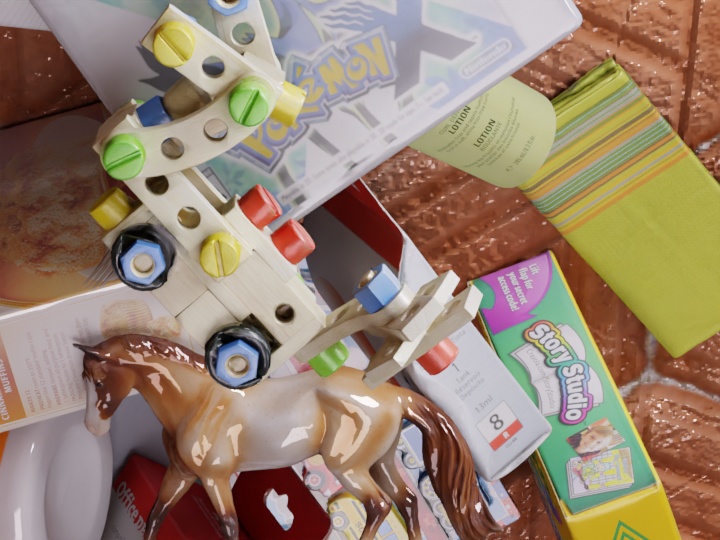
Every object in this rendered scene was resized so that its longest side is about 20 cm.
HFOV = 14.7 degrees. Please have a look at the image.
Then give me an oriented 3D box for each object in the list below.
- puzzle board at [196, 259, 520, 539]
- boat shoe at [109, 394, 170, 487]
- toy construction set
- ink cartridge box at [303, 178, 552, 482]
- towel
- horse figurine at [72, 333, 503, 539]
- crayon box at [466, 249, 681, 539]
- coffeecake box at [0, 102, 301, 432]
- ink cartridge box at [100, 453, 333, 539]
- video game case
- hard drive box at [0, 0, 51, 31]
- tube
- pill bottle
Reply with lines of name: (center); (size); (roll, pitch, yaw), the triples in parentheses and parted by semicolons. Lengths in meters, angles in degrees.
puzzle board: (-0.027, 0.090, 1.508); (0.150, 0.017, 0.200); (-30, 103, 7)
boat shoe: (-0.105, 0.052, 1.461); (0.069, 0.057, 0.200); (36, 104, -27)
toy construction set: (-0.040, -0.023, 1.219); (0.131, 0.092, 0.200); (-40, 89, 11)
ink cartridge box: (0.000, 0.000, 1.379); (0.050, 0.162, 0.200); (-42, 114, -3)
towel: (0.156, -0.031, 1.528); (0.086, 0.018, 0.200); (-33, 129, 15)
horse figurine: (-0.033, 0.091, 1.321); (0.199, 0.050, 0.133); (-1, 100, -1)
crayon box: (0.127, 0.117, 1.510); (0.058, 0.200, 0.173); (-22, 129, 1)
coffeecake box: (-0.139, -0.007, 1.365); (0.199, 0.154, 0.073); (-16, 128, -5)
ink cartridge box: (-0.106, 0.177, 1.417); (0.067, 0.116, 0.200); (29, 98, -29)
video game case: (-0.033, -0.129, 1.243); (0.200, 0.022, 0.183); (-34, 101, 10)
hard drive box: (-0.082, -0.189, 1.297); (0.199, 0.077, 0.156); (4, 125, -20)
tube: (0.008, -0.094, 1.318); (0.200, 0.058, 0.052); (25, 154, -38)
pill bottle: (-0.235, 0.100, 1.403); (0.199, 0.113, 0.113); (5, 131, 18)
